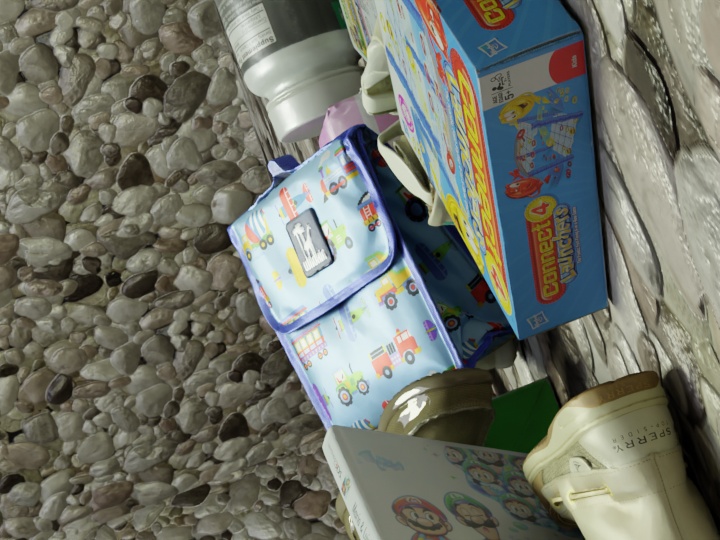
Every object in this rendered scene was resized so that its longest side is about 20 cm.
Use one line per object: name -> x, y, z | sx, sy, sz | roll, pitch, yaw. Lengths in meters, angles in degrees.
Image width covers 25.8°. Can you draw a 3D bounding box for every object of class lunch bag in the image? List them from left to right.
lunch bag -> 0.000, 0.000, 1.116 | 0.150, 0.094, 0.201 | -36, 85, 43

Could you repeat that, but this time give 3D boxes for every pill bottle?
pill bottle -> -0.062, -0.221, 1.373 | 0.113, 0.113, 0.201 | 123, 126, -83

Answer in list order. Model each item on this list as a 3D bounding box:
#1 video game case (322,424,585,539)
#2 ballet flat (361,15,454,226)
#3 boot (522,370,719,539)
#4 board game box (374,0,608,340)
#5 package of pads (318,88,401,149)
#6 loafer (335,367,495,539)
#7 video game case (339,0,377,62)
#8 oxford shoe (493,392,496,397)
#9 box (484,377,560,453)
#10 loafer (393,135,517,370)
video game case -> 0.091, 0.160, 0.934 | 0.182, 0.199, 0.024 | -119, 44, -59
ballet flat -> 0.035, -0.110, 1.063 | 0.070, 0.069, 0.201 | 78, 170, -59
boot -> 0.152, 0.154, 0.848 | 0.200, 0.072, 0.156 | 95, 155, -68
board game box -> 0.065, -0.099, 0.858 | 0.201, 0.056, 0.196 | 75, 173, -46
package of pads -> 0.030, -0.046, 1.300 | 0.121, 0.075, 0.201 | 113, 136, -84
loafer -> 0.044, 0.137, 1.063 | 0.068, 0.076, 0.200 | 67, 150, 31
video game case -> -0.003, -0.239, 1.199 | 0.182, 0.022, 0.201 | -121, 11, -62
oxford shoe -> 0.105, 0.122, 1.337 | 0.074, 0.071, 0.201 | -35, 63, 47
box -> 0.120, 0.196, 1.184 | 0.177, 0.096, 0.201 | 103, 146, -81
loafer -> 0.059, -0.012, 1.167 | 0.076, 0.068, 0.201 | -139, 29, -79
